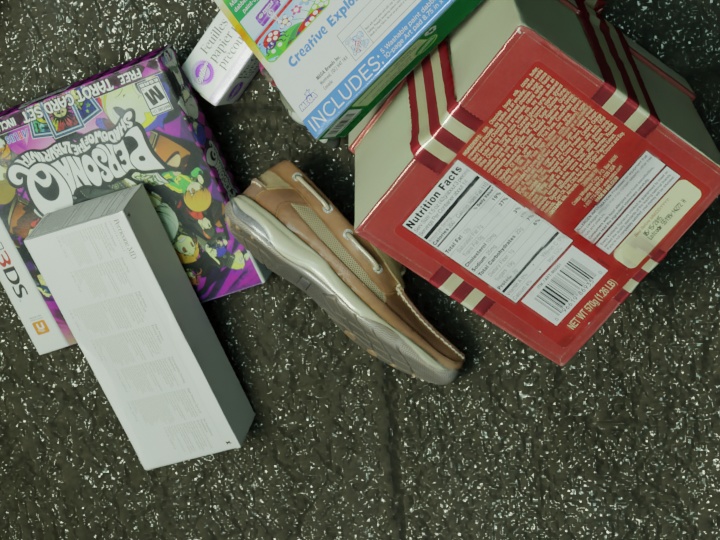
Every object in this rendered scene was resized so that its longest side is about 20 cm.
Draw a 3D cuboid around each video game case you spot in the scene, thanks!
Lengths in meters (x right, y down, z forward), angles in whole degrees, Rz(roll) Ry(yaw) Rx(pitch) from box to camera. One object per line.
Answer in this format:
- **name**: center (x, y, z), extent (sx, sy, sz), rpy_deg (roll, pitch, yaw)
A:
- **video game case**: center (-0.187, -0.046, 1.115), extent (0.200, 0.036, 0.181), rpy_deg (-17, 109, 20)

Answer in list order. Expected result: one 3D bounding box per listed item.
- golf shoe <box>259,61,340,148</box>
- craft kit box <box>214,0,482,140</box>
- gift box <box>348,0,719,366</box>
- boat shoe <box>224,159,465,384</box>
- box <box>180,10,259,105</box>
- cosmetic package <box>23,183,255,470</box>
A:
- **golf shoe**: center (0.036, -0.158, 1.038), extent (0.200, 0.073, 0.092), rpy_deg (-27, 124, 14)
- **craft kit box**: center (-0.010, -0.216, 0.911), extent (0.200, 0.049, 0.198), rpy_deg (-42, 79, 26)
- **gift box**: center (0.109, -0.066, 0.957), extent (0.200, 0.187, 0.185), rpy_deg (37, 111, -18)
- **boat shoe**: center (0.000, 0.000, 1.062), extent (0.200, 0.076, 0.072), rpy_deg (41, 76, -7)
- **box**: center (-0.053, -0.204, 1.066), extent (0.039, 0.041, 0.200), rpy_deg (40, 108, 9)
- **cosmetic package**: center (-0.154, 0.043, 1.101), extent (0.082, 0.051, 0.200), rpy_deg (-14, 114, 21)
